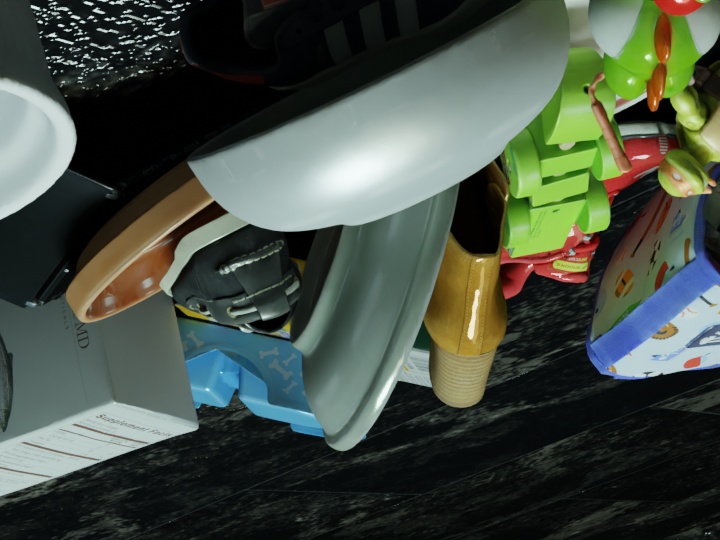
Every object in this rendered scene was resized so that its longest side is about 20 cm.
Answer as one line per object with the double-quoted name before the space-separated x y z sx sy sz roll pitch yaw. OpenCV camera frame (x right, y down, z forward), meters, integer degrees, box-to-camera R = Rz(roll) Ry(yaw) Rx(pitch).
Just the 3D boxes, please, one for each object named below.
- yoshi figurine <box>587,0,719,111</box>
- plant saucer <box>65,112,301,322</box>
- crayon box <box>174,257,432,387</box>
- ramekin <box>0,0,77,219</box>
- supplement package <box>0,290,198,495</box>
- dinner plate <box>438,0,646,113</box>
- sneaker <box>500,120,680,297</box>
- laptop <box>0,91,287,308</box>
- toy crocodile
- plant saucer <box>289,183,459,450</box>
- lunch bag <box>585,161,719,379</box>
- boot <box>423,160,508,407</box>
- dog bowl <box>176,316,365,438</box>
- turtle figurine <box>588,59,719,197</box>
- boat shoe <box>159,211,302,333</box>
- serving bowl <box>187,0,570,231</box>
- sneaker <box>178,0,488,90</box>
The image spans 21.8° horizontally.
"yoshi figurine" 0.141 -0.168 0.895 0.112 0.112 0.200 -49 159 -25
"plant saucer" -0.085 -0.039 1.069 0.200 0.032 0.200 -35 176 -2
"crayon box" -0.017 0.034 1.321 0.199 0.052 0.126 10 167 14
"ramekin" -0.232 -0.084 0.818 0.199 0.098 0.201 -13 162 -4
"supplement package" -0.229 0.074 1.263 0.199 0.118 0.117 -21 160 19
"dinner plate" 0.102 -0.121 1.076 0.199 0.024 0.200 -13 163 -4
"sneaker" 0.143 -0.037 1.234 0.077 0.085 0.200 0 158 -39
"laptop" -0.172 -0.060 1.078 0.200 0.104 0.177 -33 176 -34
"toy crocodile" 0.113 -0.062 1.106 0.067 0.062 0.200 -13 158 -6
"plant saucer" 0.000 0.000 1.059 0.050 0.201 0.200 19 154 -10
"lunch bag" 0.244 -0.020 1.207 0.200 0.124 0.170 -41 175 -32
"boot" 0.054 -0.031 1.142 0.070 0.202 0.145 -4 133 -10
"dog bowl" -0.087 0.075 1.344 0.199 0.050 0.112 12 167 10
"turtle figurine" 0.224 -0.092 1.059 0.200 0.064 0.161 39 94 -27
"boat shoe" -0.071 0.010 1.079 0.072 0.068 0.200 -32 178 -10
"serving bowl" 0.018 -0.070 0.905 0.199 0.066 0.200 -25 -170 5
"sneaker" -0.010 -0.136 0.860 0.084 0.075 0.200 -3 160 -43
